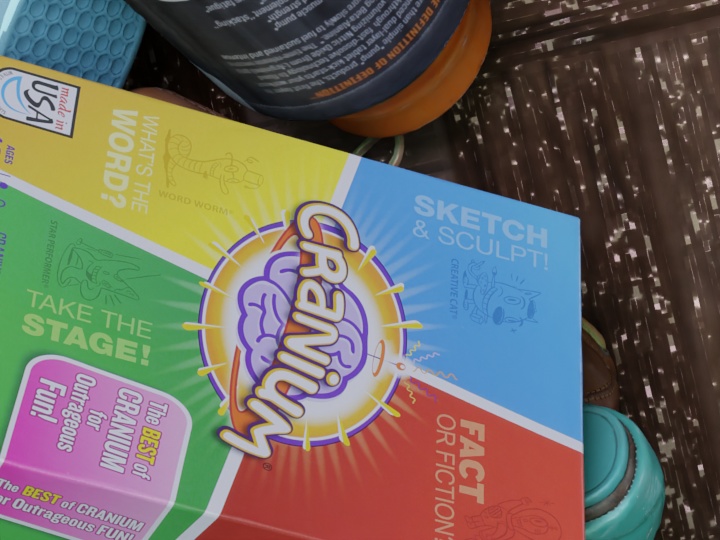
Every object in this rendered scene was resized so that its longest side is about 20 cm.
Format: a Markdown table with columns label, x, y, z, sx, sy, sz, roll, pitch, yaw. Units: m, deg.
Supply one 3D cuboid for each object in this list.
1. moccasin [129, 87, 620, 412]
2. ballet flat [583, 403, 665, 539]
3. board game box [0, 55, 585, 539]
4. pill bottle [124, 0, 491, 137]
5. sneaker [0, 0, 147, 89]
| label | x | y | z | sx | sy | sz | roll | pitch | yaw |
| --- | --- | --- | --- | --- | --- | --- | --- | --- | --- |
| moccasin | 0.001 | -0.001 | 0.952 | 0.201 | 0.078 | 0.074 | 26 | 122 | -3 |
| ballet flat | 0.005 | 0.086 | 0.922 | 0.199 | 0.068 | 0.071 | -5 | 140 | 19 |
| board game box | -0.032 | 0.026 | 0.834 | 0.199 | 0.154 | 0.040 | 15 | 137 | -13 |
| pill bottle | -0.030 | -0.114 | 0.866 | 0.106 | 0.200 | 0.107 | -12 | 61 | 23 |
| sneaker | -0.158 | -0.045 | 0.943 | 0.130 | 0.079 | 0.201 | 33 | 98 | 37 |
